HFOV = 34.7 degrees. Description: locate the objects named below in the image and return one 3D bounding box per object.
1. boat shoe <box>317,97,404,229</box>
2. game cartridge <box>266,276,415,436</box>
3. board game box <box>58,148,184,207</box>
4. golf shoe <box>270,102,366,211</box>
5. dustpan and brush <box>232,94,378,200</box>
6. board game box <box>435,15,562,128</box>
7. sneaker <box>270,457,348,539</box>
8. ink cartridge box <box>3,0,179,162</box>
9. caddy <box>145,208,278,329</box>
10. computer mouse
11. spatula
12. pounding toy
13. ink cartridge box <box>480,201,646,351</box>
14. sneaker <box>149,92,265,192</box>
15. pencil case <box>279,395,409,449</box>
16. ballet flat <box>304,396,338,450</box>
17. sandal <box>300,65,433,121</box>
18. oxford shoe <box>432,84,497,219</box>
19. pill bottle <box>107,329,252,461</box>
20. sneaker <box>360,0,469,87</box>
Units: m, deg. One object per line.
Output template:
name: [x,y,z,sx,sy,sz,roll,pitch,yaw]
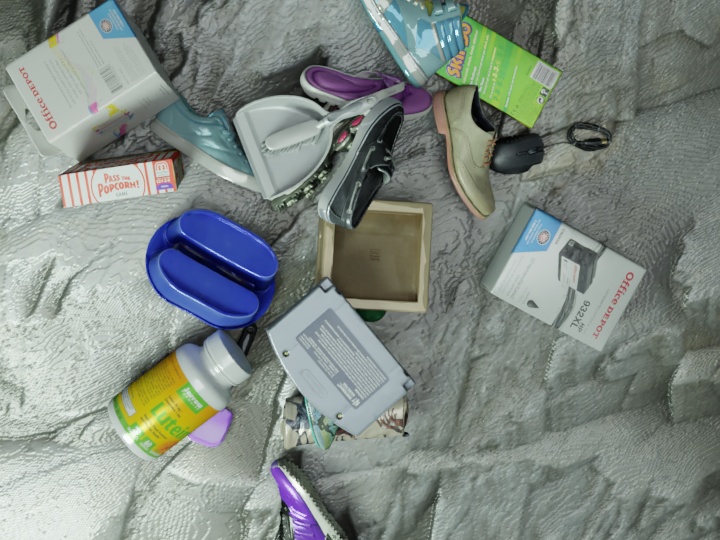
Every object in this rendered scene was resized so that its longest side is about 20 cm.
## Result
boat shoe: [0.018,-0.147,1.595,0.067,0.072,0.201,23,73,31]
game cartridge: [-0.033,0.126,1.611,0.133,0.042,0.200,-39,101,0]
board game box: [-0.324,-0.130,1.592,0.150,0.200,0.047,-9,101,-5]
golf shoe: [-0.071,-0.174,1.684,0.088,0.077,0.200,42,86,2]
dustpan and brush: [-0.067,-0.199,1.619,0.199,0.057,0.140,-22,82,-5]
board game box: [0.191,-0.301,1.705,0.199,0.030,0.096,28,95,-12]
sneaker: [-0.098,0.388,1.773,0.099,0.070,0.201,-32,101,3]
ink cartridge box: [-0.376,-0.252,1.588,0.199,0.125,0.129,-32,81,1]
caddy: [-0.214,-0.002,1.678,0.199,0.105,0.142,30,72,-10]
computer mouse: [0.284,-0.184,1.732,0.198,0.034,0.059,-13,100,-4]
spatula: [-0.200,0.172,1.749,0.056,0.021,0.201,23,96,-5]
pounding toy: [0.000,0.000,1.697,0.183,0.142,0.202,3,89,-7]
ink cartridge box: [0.306,0.009,1.742,0.199,0.084,0.146,28,96,-10]
sneaker: [-0.201,-0.185,1.655,0.199,0.074,0.082,31,98,-6]
pencil case: [-0.026,0.223,1.744,0.198,0.090,0.078,-6,65,-1]
ballet flat: [-0.051,0.159,1.653,0.074,0.074,0.201,-15,100,-3]
sandal: [0.015,-0.261,1.653,0.201,0.083,0.050,5,142,-17]
oxford shoe: [0.168,-0.173,1.691,0.073,0.071,0.201,-13,104,29]
pill bottle: [-0.261,0.178,1.692,0.200,0.111,0.111,-37,102,5]
sneaker: [0.078,-0.377,1.642,0.130,0.080,0.201,-31,99,9]
